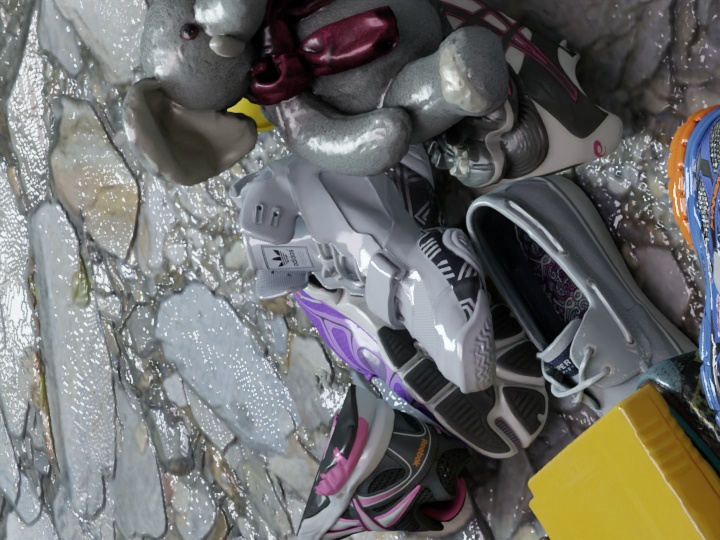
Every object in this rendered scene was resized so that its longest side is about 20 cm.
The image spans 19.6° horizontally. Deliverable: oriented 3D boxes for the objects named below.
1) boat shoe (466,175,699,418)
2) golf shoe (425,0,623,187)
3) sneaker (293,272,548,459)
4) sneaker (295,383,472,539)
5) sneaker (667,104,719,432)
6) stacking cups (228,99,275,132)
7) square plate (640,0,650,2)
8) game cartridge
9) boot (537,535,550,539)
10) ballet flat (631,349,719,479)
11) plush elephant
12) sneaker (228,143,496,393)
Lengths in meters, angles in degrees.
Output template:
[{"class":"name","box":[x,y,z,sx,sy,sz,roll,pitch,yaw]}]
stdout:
[{"class":"boat shoe","box":[0.120,0.038,1.096,0.201,0.071,0.070,58,137,19]},{"class":"golf shoe","box":[0.066,-0.107,1.118,0.200,0.088,0.077,-117,33,-50]},{"class":"sneaker","box":[0.033,0.041,1.214,0.200,0.081,0.083,43,157,29]},{"class":"sneaker","box":[0.016,0.129,1.212,0.200,0.086,0.080,112,178,-78]},{"class":"sneaker","box":[0.197,0.013,0.975,0.078,0.075,0.200,143,111,-73]},{"class":"stacking cups","box":[-0.052,-0.179,1.235,0.061,0.060,0.200,43,130,32]},{"class":"square plate","box":[0.150,-0.261,1.005,0.200,0.028,0.198,-38,73,47]},{"class":"game cartridge","box":[0.167,0.168,1.054,0.200,0.032,0.176,59,160,10]},{"class":"boot","box":[0.067,0.252,1.139,0.072,0.200,0.166,28,114,1]},{"class":"ballet flat","box":[0.214,0.119,1.015,0.200,0.074,0.074,56,137,11]},{"class":"plush elephant","box":[-0.039,-0.121,1.052,0.200,0.155,0.165,135,136,-54]},{"class":"sneaker","box":[0.000,0.000,1.153,0.075,0.115,0.200,79,171,-50]}]
